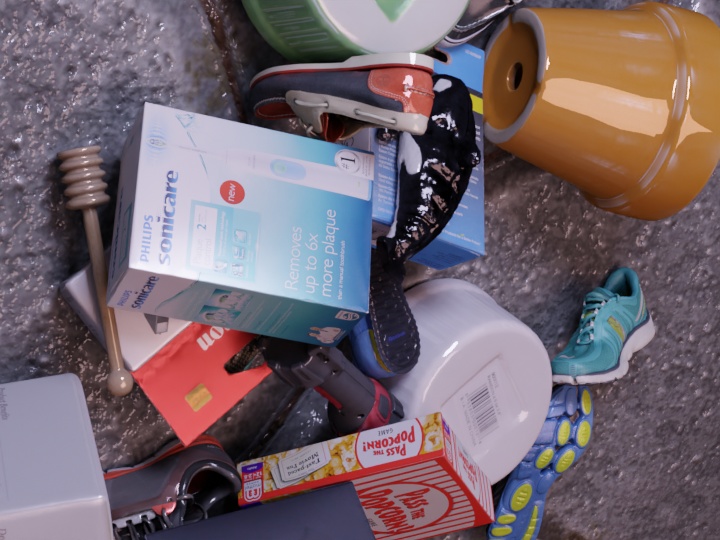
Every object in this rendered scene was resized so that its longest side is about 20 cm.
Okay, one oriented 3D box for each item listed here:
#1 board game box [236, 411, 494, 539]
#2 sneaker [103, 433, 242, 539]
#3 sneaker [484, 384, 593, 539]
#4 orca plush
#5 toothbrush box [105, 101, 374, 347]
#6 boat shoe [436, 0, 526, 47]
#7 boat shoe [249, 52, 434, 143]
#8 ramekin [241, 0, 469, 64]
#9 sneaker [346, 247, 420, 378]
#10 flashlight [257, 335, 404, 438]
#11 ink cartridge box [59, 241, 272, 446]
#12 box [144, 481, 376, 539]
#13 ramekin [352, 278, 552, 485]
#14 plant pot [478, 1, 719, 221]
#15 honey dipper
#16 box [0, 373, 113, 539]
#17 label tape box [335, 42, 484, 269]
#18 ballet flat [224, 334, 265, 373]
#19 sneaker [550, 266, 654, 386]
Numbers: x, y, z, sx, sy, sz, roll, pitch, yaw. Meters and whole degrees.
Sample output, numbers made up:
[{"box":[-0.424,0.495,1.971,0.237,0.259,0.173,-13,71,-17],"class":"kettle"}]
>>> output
[{"box":[0.007,0.204,1.567,0.198,0.047,0.152,-16,144,16],"class":"board game box"},{"box":[-0.190,0.213,1.497,0.199,0.082,0.078,-34,125,-21],"class":"sneaker"},{"box":[0.174,0.195,1.755,0.070,0.083,0.201,15,112,-20],"class":"sneaker"},{"box":[0.065,-0.091,1.450,0.105,0.071,0.201,49,50,-21],"class":"orca plush"},{"box":[-0.095,-0.035,1.371,0.198,0.085,0.148,11,64,-17],"class":"toothbrush box"},{"box":[0.137,-0.275,1.538,0.199,0.068,0.074,-42,116,-19],"class":"boat shoe"},{"box":[-0.020,-0.136,1.403,0.071,0.199,0.063,6,85,-47],"class":"boat shoe"},{"box":[0.003,-0.263,1.407,0.198,0.097,0.203,-4,98,-31],"class":"ramekin"},{"box":[0.000,0.000,1.569,0.065,0.078,0.203,-14,97,-37],"class":"sneaker"},{"box":[-0.027,0.101,1.503,0.068,0.068,0.200,-44,145,2],"class":"flashlight"},{"box":[-0.124,0.020,1.447,0.200,0.045,0.177,-41,100,-16],"class":"ink cartridge box"},{"box":[-0.088,0.304,1.514,0.194,0.118,0.201,-12,147,-18],"class":"box"},{"box":[0.092,0.118,1.657,0.199,0.097,0.203,-14,116,-31],"class":"ramekin"},{"box":[0.213,-0.161,1.580,0.181,0.200,0.202,11,102,-26],"class":"plant pot"},{"box":[-0.208,0.001,1.379,0.038,0.038,0.203,-13,93,-32],"class":"honey dipper"},{"box":[-0.281,0.220,1.334,0.169,0.199,0.202,-9,116,-12],"class":"box"},{"box":[0.042,-0.117,1.532,0.143,0.063,0.202,18,65,-39],"class":"label tape box"},{"box":[-0.104,0.047,1.510,0.200,0.068,0.075,-45,113,-10],"class":"ballet flat"},{"box":[0.239,0.060,1.736,0.200,0.077,0.081,-42,127,-54],"class":"sneaker"}]
